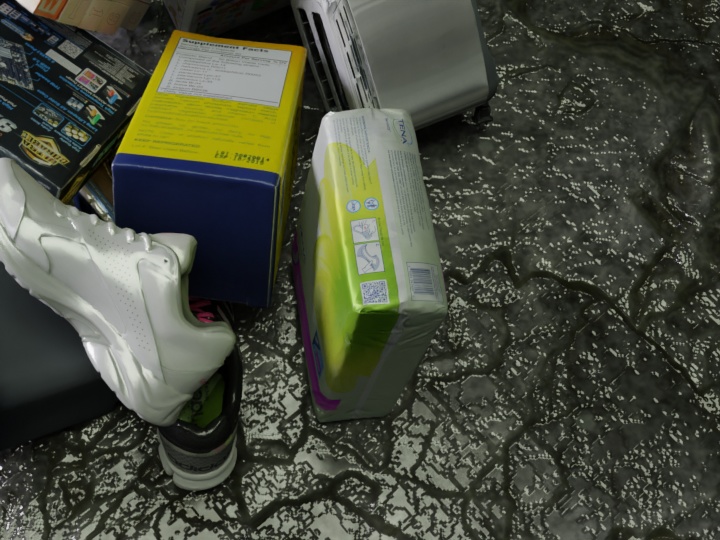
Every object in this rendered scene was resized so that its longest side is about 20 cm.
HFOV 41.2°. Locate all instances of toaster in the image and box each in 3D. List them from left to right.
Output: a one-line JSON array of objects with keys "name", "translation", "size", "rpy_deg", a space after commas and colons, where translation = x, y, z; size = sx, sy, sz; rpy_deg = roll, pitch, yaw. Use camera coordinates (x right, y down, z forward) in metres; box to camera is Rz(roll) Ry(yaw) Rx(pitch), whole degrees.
[{"name": "toaster", "translation": [0.028, -0.191, 0.794], "size": [0.129, 0.200, 0.114], "rpy_deg": [-25, 29, -12]}]

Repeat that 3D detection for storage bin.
[{"name": "storage bin", "translation": [-0.254, 0.037, 0.676], "size": [0.134, 0.146, 0.200], "rpy_deg": [-9, 61, -40]}]

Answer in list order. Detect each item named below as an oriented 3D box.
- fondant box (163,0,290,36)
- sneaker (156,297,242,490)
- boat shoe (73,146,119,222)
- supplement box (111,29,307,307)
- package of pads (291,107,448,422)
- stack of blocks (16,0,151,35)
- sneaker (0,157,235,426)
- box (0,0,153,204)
[{"name": "fondant box", "translation": [-0.085, -0.268, 0.792], "size": [0.144, 0.200, 0.058], "rpy_deg": [-28, 89, -17]}, {"name": "sneaker", "translation": [-0.121, 0.051, 0.691], "size": [0.074, 0.087, 0.200], "rpy_deg": [-3, 65, -15]}, {"name": "boat shoe", "translation": [-0.220, -0.094, 0.768], "size": [0.072, 0.072, 0.200], "rpy_deg": [-33, 75, -28]}, {"name": "supplement box", "translation": [-0.105, -0.081, 0.712], "size": [0.109, 0.110, 0.200], "rpy_deg": [7, 39, -2]}, {"name": "package of pads", "translation": [0.000, 0.000, 0.668], "size": [0.068, 0.200, 0.155], "rpy_deg": [-3, 64, -13]}, {"name": "stack of blocks", "translation": [-0.234, -0.244, 0.763], "size": [0.115, 0.200, 0.059], "rpy_deg": [37, 102, 7]}, {"name": "sneaker", "translation": [-0.156, -0.003, 0.611], "size": [0.099, 0.078, 0.200], "rpy_deg": [-41, 96, -3]}, {"name": "box", "translation": [-0.268, -0.143, 0.694], "size": [0.200, 0.046, 0.159], "rpy_deg": [33, 41, -9]}]
